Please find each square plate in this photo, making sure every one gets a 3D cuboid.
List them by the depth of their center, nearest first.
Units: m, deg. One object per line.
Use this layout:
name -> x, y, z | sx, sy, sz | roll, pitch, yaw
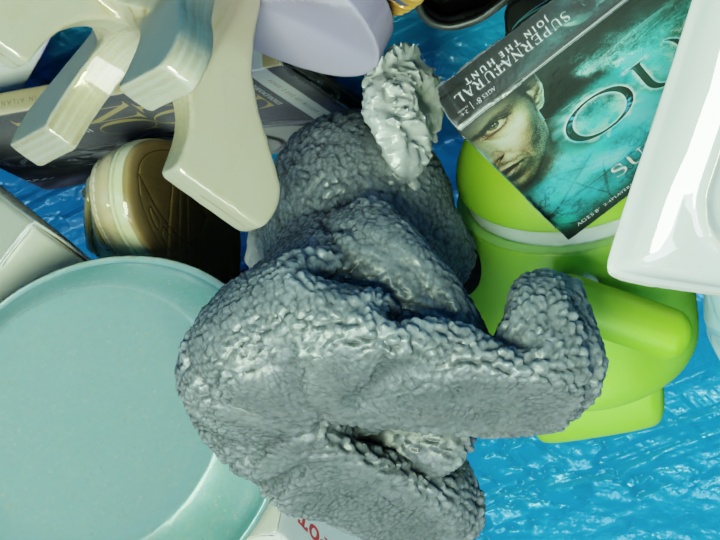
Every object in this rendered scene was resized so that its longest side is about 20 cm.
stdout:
square plate -> 0.226, -0.069, 1.303 | 0.197, 0.028, 0.201 | 10, 108, -21

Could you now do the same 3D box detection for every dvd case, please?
dvd case -> -0.106, -0.077, 1.538 | 0.199, 0.016, 0.149 | -9, 166, 18

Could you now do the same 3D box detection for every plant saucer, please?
plant saucer -> -0.133, 0.082, 1.491 | 0.199, 0.036, 0.201 | -9, 112, -23

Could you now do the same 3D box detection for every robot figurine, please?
robot figurine -> 0.109, -0.011, 1.504 | 0.115, 0.176, 0.201 | -8, 122, 4

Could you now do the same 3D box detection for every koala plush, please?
koala plush -> 0.000, 0.000, 1.417 | 0.183, 0.201, 0.177 | 17, 138, -22

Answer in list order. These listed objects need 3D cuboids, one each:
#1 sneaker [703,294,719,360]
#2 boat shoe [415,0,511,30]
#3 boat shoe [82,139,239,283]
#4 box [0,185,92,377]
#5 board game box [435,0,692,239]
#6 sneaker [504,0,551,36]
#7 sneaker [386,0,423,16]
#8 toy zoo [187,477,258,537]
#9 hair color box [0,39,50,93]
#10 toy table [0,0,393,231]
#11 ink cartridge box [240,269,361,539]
sneaker -> 0.197, 0.027, 1.437 | 0.074, 0.082, 0.200 | -4, 172, 16
boat shoe -> 0.081, -0.183, 1.396 | 0.074, 0.062, 0.200 | 26, 136, -16
boat shoe -> -0.115, -0.023, 1.559 | 0.065, 0.073, 0.200 | 0, 172, 11
box -> -0.225, -0.025, 1.541 | 0.082, 0.200, 0.068 | -52, 139, 0
board game box -> 0.142, -0.105, 1.337 | 0.200, 0.028, 0.135 | -38, 147, 9
sneaker -> 0.160, -0.136, 1.409 | 0.199, 0.079, 0.076 | -24, 142, -6
sneaker -> -0.017, -0.164, 1.436 | 0.075, 0.089, 0.200 | 31, 160, -31
toy zoo -> -0.023, 0.042, 1.590 | 0.200, 0.131, 0.020 | -37, 128, 6
hair color box -> -0.185, -0.175, 1.461 | 0.109, 0.065, 0.200 | 21, 141, -14
toy table -> -0.091, -0.113, 1.345 | 0.199, 0.118, 0.184 | 30, 159, -9
ink cartridge box -> -0.029, 0.114, 1.661 | 0.083, 0.201, 0.147 | -14, 135, 27
